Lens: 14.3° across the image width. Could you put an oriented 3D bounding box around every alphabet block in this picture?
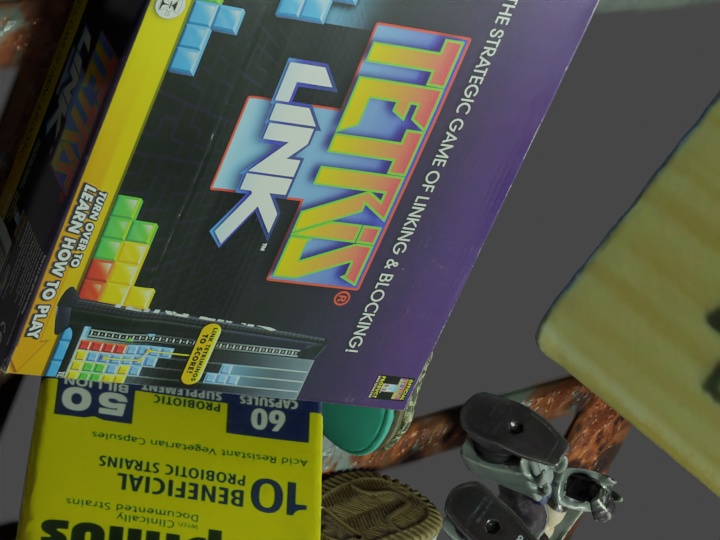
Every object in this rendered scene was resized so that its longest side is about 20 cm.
[{"bbox_3d":[0.240,0.034,1.382,0.197,0.200,0.195,-53,152,6],"label":"alphabet block"}]

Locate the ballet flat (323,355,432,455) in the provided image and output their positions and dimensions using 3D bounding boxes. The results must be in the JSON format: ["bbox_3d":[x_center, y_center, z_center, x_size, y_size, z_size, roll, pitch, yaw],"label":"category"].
[{"bbox_3d":[0.000,0.000,1.148,0.075,0.068,0.200,-50,150,-20],"label":"ballet flat"}]

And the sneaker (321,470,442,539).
[{"bbox_3d":[-0.046,0.156,1.260,0.200,0.070,0.109,-8,129,-55],"label":"sneaker"}]

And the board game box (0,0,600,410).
[{"bbox_3d":[-0.026,-0.050,0.993,0.165,0.057,0.200,7,122,-29],"label":"board game box"}]

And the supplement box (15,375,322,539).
[{"bbox_3d":[-0.076,0.142,1.043,0.109,0.200,0.110,7,132,-7],"label":"supplement box"}]

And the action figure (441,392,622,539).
[{"bbox_3d":[0.074,0.137,1.401,0.130,0.069,0.200,-61,164,-18],"label":"action figure"}]
